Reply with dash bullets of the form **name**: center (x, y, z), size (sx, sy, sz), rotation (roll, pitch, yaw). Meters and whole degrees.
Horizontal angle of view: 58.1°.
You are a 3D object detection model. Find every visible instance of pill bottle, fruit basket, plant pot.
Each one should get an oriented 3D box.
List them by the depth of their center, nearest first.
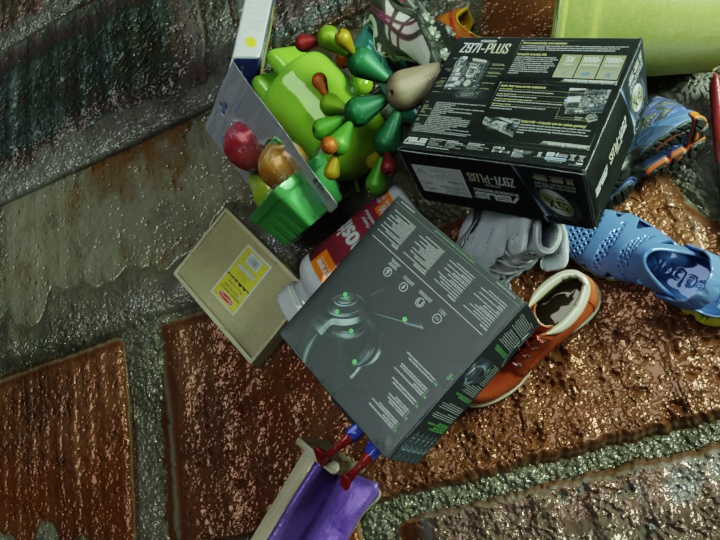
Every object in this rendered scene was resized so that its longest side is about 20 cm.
- **plant pot**: center (0.308, -0.292, 0.712), size (0.181, 0.200, 0.204), rotation (7, 77, 14)
- **pill bottle**: center (0.000, 0.000, 0.785), size (0.199, 0.113, 0.114), rotation (-39, 63, 8)
- **fruit basket**: center (-0.113, -0.139, 0.813), size (0.093, 0.185, 0.201), rotation (-34, 92, -26)

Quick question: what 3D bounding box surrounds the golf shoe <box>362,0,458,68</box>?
- **golf shoe**: center (0.067, -0.286, 0.810), size (0.088, 0.077, 0.202), rotation (-44, 52, 31)

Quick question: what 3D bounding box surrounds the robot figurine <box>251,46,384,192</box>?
- **robot figurine**: center (-0.049, -0.200, 0.849), size (0.200, 0.115, 0.176), rotation (46, 122, 6)

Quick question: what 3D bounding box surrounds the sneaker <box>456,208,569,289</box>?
- **sneaker**: center (0.152, -0.007, 0.706), size (0.115, 0.074, 0.202), rotation (36, 105, 62)

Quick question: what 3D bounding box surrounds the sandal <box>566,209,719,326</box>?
- **sandal**: center (0.300, -0.012, 0.672), size (0.198, 0.087, 0.080), rotation (26, 96, 30)

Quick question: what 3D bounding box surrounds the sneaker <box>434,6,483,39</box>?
- **sneaker**: center (0.138, -0.257, 0.826), size (0.076, 0.073, 0.203), rotation (-21, 67, 20)

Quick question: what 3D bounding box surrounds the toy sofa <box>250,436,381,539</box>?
- **toy sofa**: center (-0.069, 0.301, 0.741), size (0.097, 0.083, 0.202), rotation (31, 88, 29)

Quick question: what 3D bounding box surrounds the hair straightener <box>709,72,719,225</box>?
- **hair straightener**: center (0.415, -0.118, 0.681), size (0.076, 0.041, 0.203), rotation (-2, 73, 23)

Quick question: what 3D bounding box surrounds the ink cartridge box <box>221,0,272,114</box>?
- **ink cartridge box**: center (-0.156, -0.295, 0.907), size (0.046, 0.198, 0.203), rotation (10, 78, -12)

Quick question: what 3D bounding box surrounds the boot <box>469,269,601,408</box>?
- **boot**: center (0.169, 0.072, 0.693), size (0.200, 0.107, 0.075), rotation (-45, 71, 9)

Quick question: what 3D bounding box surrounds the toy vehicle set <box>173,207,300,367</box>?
- **toy vehicle set**: center (-0.164, 0.019, 0.899), size (0.125, 0.026, 0.200), rotation (-49, 62, 3)

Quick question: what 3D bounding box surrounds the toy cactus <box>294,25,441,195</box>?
- **toy cactus**: center (0.014, -0.194, 0.731), size (0.163, 0.102, 0.203), rotation (-19, 82, 12)

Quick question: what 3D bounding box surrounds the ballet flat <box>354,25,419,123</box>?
- **ballet flat**: center (0.044, -0.248, 0.878), size (0.070, 0.067, 0.202), rotation (-44, 60, 33)

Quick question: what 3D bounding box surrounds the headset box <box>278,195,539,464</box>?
- **headset box**: center (0.042, 0.064, 0.641), size (0.200, 0.093, 0.174), rotation (-49, 60, 2)

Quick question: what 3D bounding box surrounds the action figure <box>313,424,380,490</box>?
- **action figure**: center (0.039, 0.136, 0.704), size (0.065, 0.100, 0.199), rotation (37, 58, 26)

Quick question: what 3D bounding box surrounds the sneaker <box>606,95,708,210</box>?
- **sneaker**: center (0.282, -0.123, 0.733), size (0.198, 0.075, 0.079), rotation (-29, 45, 14)

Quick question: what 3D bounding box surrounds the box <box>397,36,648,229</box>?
- **box**: center (0.164, -0.147, 0.659), size (0.198, 0.086, 0.165), rotation (14, 66, 35)
